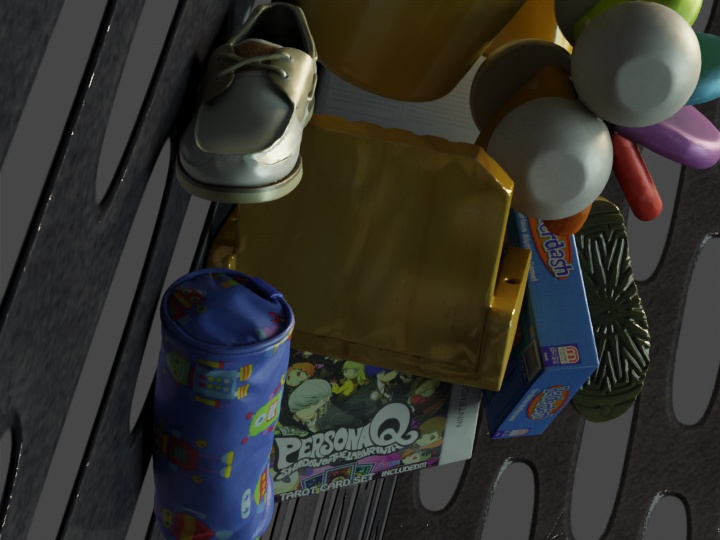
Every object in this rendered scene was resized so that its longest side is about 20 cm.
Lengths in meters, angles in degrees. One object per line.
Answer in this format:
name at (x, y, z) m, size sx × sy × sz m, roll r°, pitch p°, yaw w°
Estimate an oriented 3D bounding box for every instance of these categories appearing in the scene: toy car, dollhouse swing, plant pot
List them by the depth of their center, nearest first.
dollhouse swing at (0.014, -0.037, 1.523) m, size 0.182 × 0.199 × 0.177 m, roll -65°, pitch 165°, yaw -66°
toy car at (0.172, -0.107, 1.549) m, size 0.200 × 0.150 × 0.175 m, roll -48°, pitch -161°, yaw 18°
plant pot at (0.043, -0.226, 1.565) m, size 0.201 × 0.200 × 0.189 m, roll -70°, pitch -174°, yaw -55°

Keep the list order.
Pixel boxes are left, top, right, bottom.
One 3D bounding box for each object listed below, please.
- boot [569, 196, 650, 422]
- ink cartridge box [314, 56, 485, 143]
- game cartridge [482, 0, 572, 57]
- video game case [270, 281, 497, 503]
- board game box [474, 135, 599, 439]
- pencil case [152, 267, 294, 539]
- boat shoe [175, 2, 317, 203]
boot at (0.155, 0.009, 1.767) m, size 0.200 × 0.066 × 0.176 m, roll -143°, pitch -129°, yaw -74°
ink cartridge box at (0.051, -0.180, 1.839) m, size 0.076 × 0.147 × 0.201 m, roll 75°, pitch 27°, yaw -82°
game cartridge at (0.096, -0.256, 1.671) m, size 0.032 × 0.176 × 0.201 m, roll -9°, pitch 116°, yaw -43°
video game case at (-0.004, 0.086, 1.689) m, size 0.036 × 0.199 × 0.182 m, roll -119°, pitch -154°, yaw -42°
board game box at (0.115, 0.003, 1.689) m, size 0.152 × 0.045 × 0.201 m, roll 119°, pitch -36°, yaw -66°
pencil case at (-0.084, 0.087, 1.420) m, size 0.087 × 0.078 × 0.201 m, roll -36°, pitch 148°, yaw -35°
boat shoe at (-0.063, -0.098, 1.327) m, size 0.200 × 0.074 × 0.069 m, roll -82°, pitch 176°, yaw -67°
